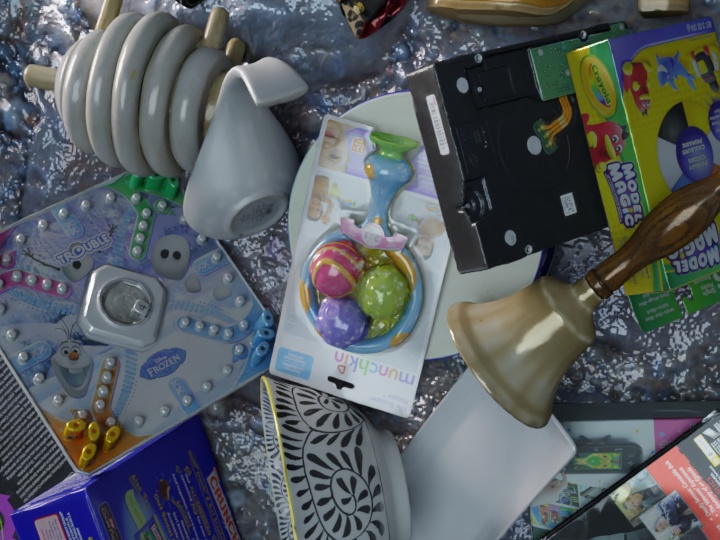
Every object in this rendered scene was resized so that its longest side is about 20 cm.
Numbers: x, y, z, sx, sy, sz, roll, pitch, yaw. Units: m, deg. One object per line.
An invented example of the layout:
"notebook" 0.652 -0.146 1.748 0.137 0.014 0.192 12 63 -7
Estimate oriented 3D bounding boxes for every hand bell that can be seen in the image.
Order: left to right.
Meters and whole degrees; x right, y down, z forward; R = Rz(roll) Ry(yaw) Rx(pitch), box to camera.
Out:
"hand bell" 0.163 0.003 0.880 0.200 0.104 0.104 -42 85 20

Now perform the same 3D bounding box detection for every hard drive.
"hard drive" 0.130 -0.090 0.925 0.038 0.199 0.141 -10 97 55

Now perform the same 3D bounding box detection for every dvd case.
"dvd case" 0.221 0.214 0.957 0.200 0.022 0.146 -40 85 15

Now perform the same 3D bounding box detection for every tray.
"tray" 0.086 0.153 1.012 0.108 0.022 0.201 56 131 28

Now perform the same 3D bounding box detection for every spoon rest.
"spoon rest" -0.081 -0.089 0.985 0.099 0.201 0.061 -19 65 -23

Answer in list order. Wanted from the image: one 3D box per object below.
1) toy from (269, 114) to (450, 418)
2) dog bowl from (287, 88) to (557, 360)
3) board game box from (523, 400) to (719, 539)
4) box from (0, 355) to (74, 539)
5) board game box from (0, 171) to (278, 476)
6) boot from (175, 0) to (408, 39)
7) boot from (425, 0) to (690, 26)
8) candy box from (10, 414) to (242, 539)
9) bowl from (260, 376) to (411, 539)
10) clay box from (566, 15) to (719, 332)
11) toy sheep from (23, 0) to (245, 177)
"toy" 0.000 0.000 0.958 0.114 0.047 0.202 16 101 15
"dog bowl" 0.048 -0.036 1.006 0.198 0.079 0.202 2 98 15
"board game box" 0.205 0.204 1.004 0.146 0.064 0.202 -3 97 17
"box" -0.302 0.155 1.153 0.143 0.036 0.200 -43 84 17
"board game box" -0.179 0.024 1.018 0.201 0.199 0.026 54 149 11
"boot" -0.042 -0.237 1.010 0.200 0.073 0.151 -42 85 11
"boot" 0.145 -0.254 0.962 0.199 0.071 0.146 -1 91 12
"candy box" -0.165 0.224 1.037 0.076 0.200 0.171 -18 93 20
"bowl" -0.015 0.174 1.016 0.093 0.201 0.203 -8 96 -8
"clay box" 0.220 -0.068 0.935 0.047 0.114 0.202 -12 95 54
"toy sheep" -0.164 -0.138 1.028 0.198 0.138 0.139 9 100 15
